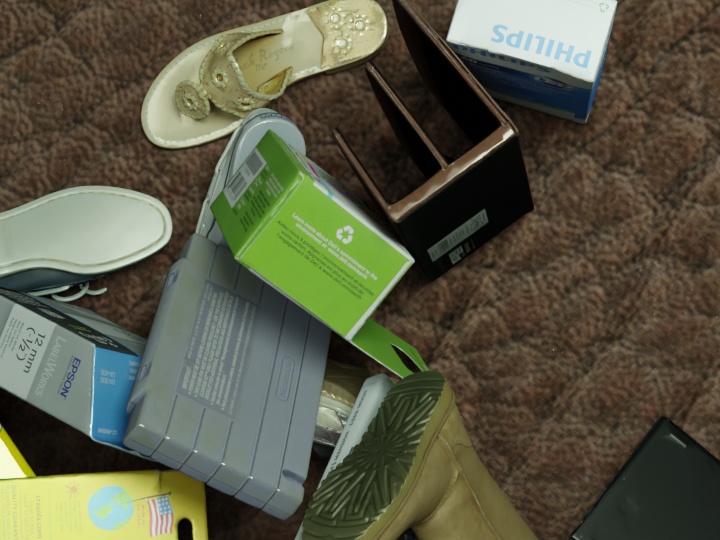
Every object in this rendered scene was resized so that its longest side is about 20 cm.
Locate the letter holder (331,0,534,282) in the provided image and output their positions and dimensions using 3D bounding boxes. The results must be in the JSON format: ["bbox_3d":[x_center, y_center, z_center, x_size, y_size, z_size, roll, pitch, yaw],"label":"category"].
[{"bbox_3d":[0.037,-0.093,1.110,0.101,0.200,0.142,-36,75,0],"label":"letter holder"}]

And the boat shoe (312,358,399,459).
[{"bbox_3d":[-0.018,0.110,1.185,0.200,0.072,0.065,21,114,-5],"label":"boat shoe"}]

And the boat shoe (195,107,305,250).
[{"bbox_3d":[-0.090,-0.027,1.199,0.074,0.065,0.200,18,103,-19],"label":"boat shoe"}]

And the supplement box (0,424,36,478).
[{"bbox_3d":[-0.291,0.184,1.164,0.109,0.110,0.200,-35,90,-20],"label":"supplement box"}]

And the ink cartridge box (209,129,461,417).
[{"bbox_3d":[0.000,0.000,1.111,0.200,0.148,0.076,36,96,-20],"label":"ink cartridge box"}]

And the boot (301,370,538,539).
[{"bbox_3d":[0.059,0.192,1.040,0.066,0.175,0.200,-6,123,41],"label":"boot"}]

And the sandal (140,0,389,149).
[{"bbox_3d":[-0.081,-0.161,1.201,0.212,0.070,0.078,-23,85,5],"label":"sandal"}]

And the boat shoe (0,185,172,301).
[{"bbox_3d":[-0.242,-0.012,1.216,0.200,0.062,0.075,-16,70,-3],"label":"boat shoe"}]

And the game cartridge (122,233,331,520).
[{"bbox_3d":[-0.089,0.069,1.094,0.130,0.200,0.038,25,129,-12],"label":"game cartridge"}]

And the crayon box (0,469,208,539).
[{"bbox_3d":[-0.207,0.208,1.099,0.200,0.051,0.127,-1,80,-15],"label":"crayon box"}]

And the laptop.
[{"bbox_3d":[0.228,0.254,1.175,0.187,0.116,0.200,40,64,6],"label":"laptop"}]

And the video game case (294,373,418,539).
[{"bbox_3d":[0.038,0.201,1.087,0.023,0.182,0.200,-21,116,31],"label":"video game case"}]

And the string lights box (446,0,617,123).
[{"bbox_3d":[0.122,-0.157,1.111,0.103,0.200,0.059,17,89,7],"label":"string lights box"}]

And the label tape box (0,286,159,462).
[{"bbox_3d":[-0.181,0.078,1.131,0.200,0.143,0.066,21,90,32],"label":"label tape box"}]
